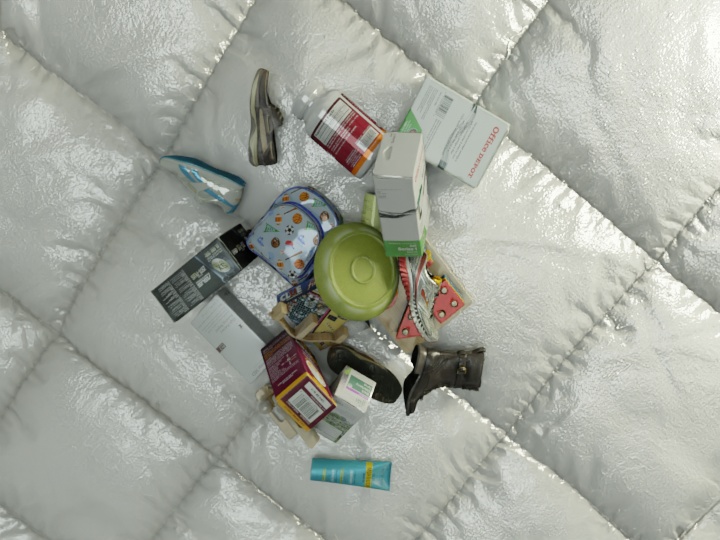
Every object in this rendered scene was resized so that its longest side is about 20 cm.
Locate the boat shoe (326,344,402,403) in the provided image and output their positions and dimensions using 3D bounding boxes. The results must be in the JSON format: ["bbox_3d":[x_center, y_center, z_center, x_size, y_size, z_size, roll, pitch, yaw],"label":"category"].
[{"bbox_3d":[0.009,0.226,1.474,0.198,0.074,0.076,37,96,-14],"label":"boat shoe"}]

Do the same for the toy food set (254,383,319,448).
[{"bbox_3d":[-0.174,0.335,1.468,0.060,0.199,0.145,-39,97,-20],"label":"toy food set"}]

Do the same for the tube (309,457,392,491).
[{"bbox_3d":[-0.023,0.486,1.555,0.194,0.051,0.080,5,111,0],"label":"tube"}]

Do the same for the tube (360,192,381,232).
[{"bbox_3d":[0.017,-0.064,1.406,0.051,0.058,0.206,12,100,11],"label":"tube"}]

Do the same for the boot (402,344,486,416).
[{"bbox_3d":[0.190,0.255,1.463,0.169,0.070,0.204,8,119,-8],"label":"boot"}]

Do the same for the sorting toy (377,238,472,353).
[{"bbox_3d":[0.115,0.058,1.424,0.198,0.070,0.201,-38,97,13],"label":"sorting toy"}]

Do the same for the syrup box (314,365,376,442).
[{"bbox_3d":[-0.043,0.301,1.440,0.077,0.082,0.201,28,140,-4],"label":"syrup box"}]

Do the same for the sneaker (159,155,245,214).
[{"bbox_3d":[-0.353,-0.193,1.415,0.196,0.077,0.082,24,107,2],"label":"sneaker"}]

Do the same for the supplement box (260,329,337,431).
[{"bbox_3d":[-0.135,0.226,1.373,0.085,0.200,0.111,-38,120,1],"label":"supplement box"}]

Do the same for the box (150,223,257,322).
[{"bbox_3d":[-0.331,0.002,1.412,0.198,0.164,0.087,-36,97,12],"label":"box"}]

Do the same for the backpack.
[{"bbox_3d":[-0.133,-0.082,1.384,0.199,0.154,0.192,39,94,-1],"label":"backpack"}]

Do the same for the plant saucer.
[{"bbox_3d":[0.000,0.000,1.325,0.195,0.031,0.206,4,82,-25],"label":"plant saucer"}]

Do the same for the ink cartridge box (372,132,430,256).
[{"bbox_3d":[0.086,-0.151,1.293,0.082,0.148,0.203,2,137,14],"label":"ink cartridge box"}]

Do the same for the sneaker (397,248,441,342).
[{"bbox_3d":[0.135,0.053,1.344,0.080,0.078,0.205,-13,101,8],"label":"sneaker"}]

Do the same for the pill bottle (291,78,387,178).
[{"bbox_3d":[-0.042,-0.296,1.337,0.199,0.113,0.114,40,104,-3],"label":"pill bottle"}]

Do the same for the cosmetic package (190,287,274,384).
[{"bbox_3d":[-0.282,0.149,1.488,0.102,0.074,0.200,-44,94,13],"label":"cosmetic package"}]

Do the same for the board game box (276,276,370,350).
[{"bbox_3d":[-0.078,0.090,1.410,0.133,0.035,0.201,-25,139,10],"label":"board game box"}]

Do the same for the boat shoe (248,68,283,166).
[{"bbox_3d":[-0.198,-0.323,1.376,0.071,0.075,0.205,4,112,-5],"label":"boat shoe"}]

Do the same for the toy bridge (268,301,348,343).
[{"bbox_3d":[-0.118,0.121,1.382,0.197,0.028,0.067,25,127,-38],"label":"toy bridge"}]

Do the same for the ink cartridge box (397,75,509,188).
[{"bbox_3d":[0.186,-0.282,1.329,0.197,0.083,0.149,30,104,0],"label":"ink cartridge box"}]
